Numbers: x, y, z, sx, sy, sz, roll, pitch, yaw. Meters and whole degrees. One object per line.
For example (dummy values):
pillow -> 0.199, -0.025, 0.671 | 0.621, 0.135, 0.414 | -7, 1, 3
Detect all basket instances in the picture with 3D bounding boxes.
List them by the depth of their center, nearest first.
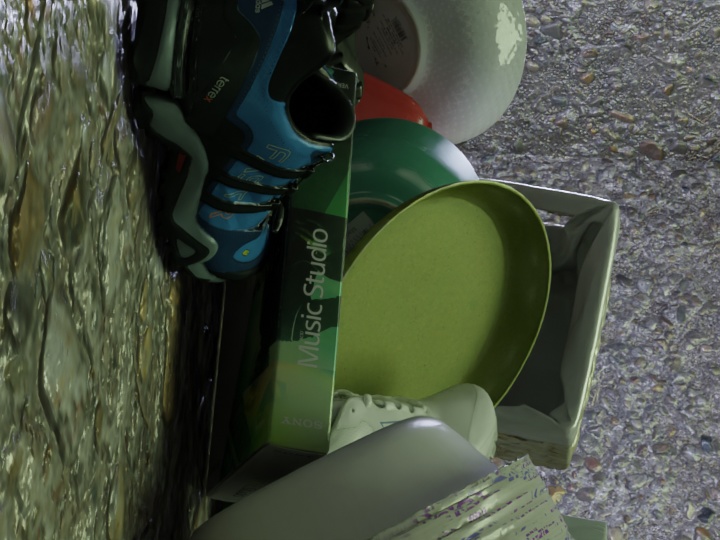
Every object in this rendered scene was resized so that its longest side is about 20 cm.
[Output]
basket -> 0.128, 0.048, 1.229 | 0.124, 0.134, 0.202 | 68, 34, -64

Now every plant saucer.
plant saucer -> 0.040, 0.032, 0.971 | 0.031, 0.199, 0.202 | 33, -46, 43

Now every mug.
mug -> 0.010, -0.004, 1.051 | 0.114, 0.150, 0.187 | -64, 157, -74

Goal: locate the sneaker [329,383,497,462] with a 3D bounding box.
sneaker -> 0.008, 0.106, 0.913 | 0.199, 0.074, 0.088 | -25, 107, -40

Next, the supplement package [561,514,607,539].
supplement package -> 0.052, 0.262, 0.991 | 0.147, 0.189, 0.202 | 84, 14, -65

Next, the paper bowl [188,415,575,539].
paper bowl -> -0.003, 0.142, 0.724 | 0.105, 0.199, 0.201 | 63, -1, 9

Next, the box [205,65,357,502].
box -> -0.043, 0.012, 0.808 | 0.144, 0.036, 0.202 | 133, -38, -65

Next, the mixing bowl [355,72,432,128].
mixing bowl -> 0.002, -0.073, 1.227 | 0.200, 0.107, 0.202 | 2, 90, -86

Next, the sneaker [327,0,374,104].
sneaker -> -0.035, -0.175, 1.003 | 0.200, 0.075, 0.080 | 99, -18, -67

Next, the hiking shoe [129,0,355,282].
hiking shoe -> -0.045, -0.050, 0.671 | 0.200, 0.086, 0.075 | 85, 9, -64

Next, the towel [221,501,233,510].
towel -> -0.067, 0.233, 0.951 | 0.149, 0.030, 0.202 | 40, 52, -86

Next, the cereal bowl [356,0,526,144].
cereal bowl -> 0.037, -0.198, 1.290 | 0.083, 0.199, 0.202 | -21, 119, -46
